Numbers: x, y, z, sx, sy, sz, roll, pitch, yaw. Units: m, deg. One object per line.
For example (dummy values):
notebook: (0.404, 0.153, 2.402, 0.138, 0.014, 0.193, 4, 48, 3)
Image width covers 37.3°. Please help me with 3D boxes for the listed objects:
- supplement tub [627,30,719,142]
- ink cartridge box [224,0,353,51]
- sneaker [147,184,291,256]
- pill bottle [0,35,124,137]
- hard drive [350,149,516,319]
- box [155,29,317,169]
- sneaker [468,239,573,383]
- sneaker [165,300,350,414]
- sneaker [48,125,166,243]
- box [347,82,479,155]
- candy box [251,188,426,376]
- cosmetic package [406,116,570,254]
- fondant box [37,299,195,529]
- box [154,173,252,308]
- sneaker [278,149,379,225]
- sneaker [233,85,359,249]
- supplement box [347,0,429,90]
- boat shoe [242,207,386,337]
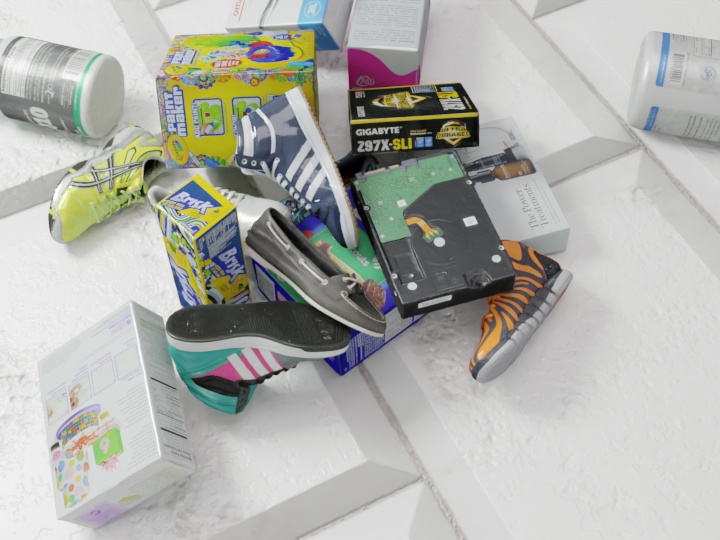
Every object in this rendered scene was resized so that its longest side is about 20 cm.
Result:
supplement tub: (0.464, -0.239, 1.414, 0.199, 0.132, 0.132, 11, 55, 8)
ink cartridge box: (-0.114, -0.374, 1.508, 0.199, 0.067, 0.116, 3, 69, 27)
sneaker: (-0.174, -0.068, 1.287, 0.199, 0.081, 0.077, -1, 39, 33)
pill bottle: (-0.432, -0.254, 1.449, 0.199, 0.113, 0.113, 14, 55, 11)
hard drive: (0.081, -0.045, 1.242, 0.139, 0.038, 0.201, -15, 55, -10)
box: (-0.150, -0.223, 1.373, 0.191, 0.123, 0.200, -3, 27, -1)
sneaker: (0.156, 0.041, 1.246, 0.112, 0.078, 0.200, 35, 50, 13)
sneaker: (-0.113, 0.104, 1.182, 0.199, 0.121, 0.084, 2, 41, -5)
sneaker: (-0.319, -0.108, 1.366, 0.076, 0.076, 0.200, 26, 60, 19)
box: (0.064, -0.199, 1.380, 0.159, 0.050, 0.200, -2, 20, 0)
candy box: (0.000, 0.000, 1.281, 0.200, 0.077, 0.169, -34, 61, -23)
cosmetic package: (0.160, -0.097, 1.367, 0.150, 0.052, 0.201, -16, 55, -7)
fondant box: (-0.267, 0.153, 1.148, 0.144, 0.058, 0.201, -32, 53, 17)
box: (-0.175, -0.011, 1.215, 0.070, 0.200, 0.064, 39, 63, 24)
sneaker: (-0.063, -0.094, 1.338, 0.200, 0.096, 0.079, -33, 60, -21)
sneaker: (-0.079, -0.104, 1.247, 0.108, 0.070, 0.201, -23, 85, -2)
supplement box: (0.043, -0.347, 1.517, 0.103, 0.101, 0.201, 4, 54, 4)
boat shoe: (-0.046, 0.000, 1.184, 0.200, 0.067, 0.057, 34, 104, 19)
